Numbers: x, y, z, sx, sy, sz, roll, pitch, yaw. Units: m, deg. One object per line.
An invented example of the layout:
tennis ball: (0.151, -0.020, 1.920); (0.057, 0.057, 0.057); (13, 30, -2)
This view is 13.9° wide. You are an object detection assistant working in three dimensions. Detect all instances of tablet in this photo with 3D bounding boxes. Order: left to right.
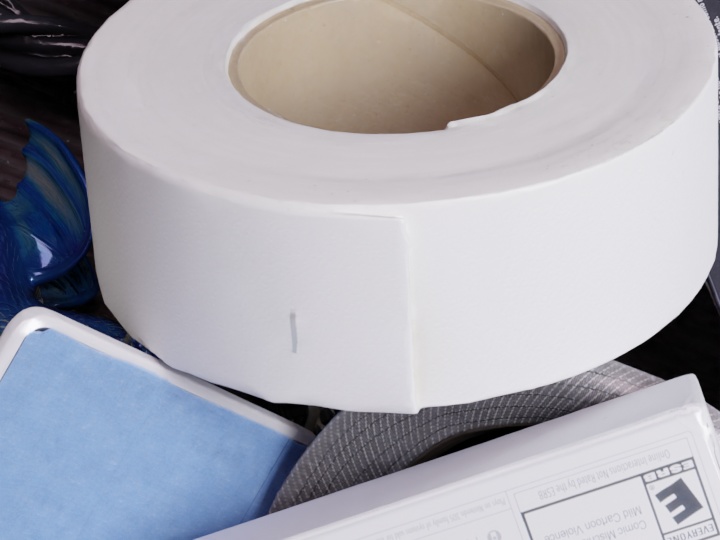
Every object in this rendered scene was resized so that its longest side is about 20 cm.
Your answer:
tablet: (-0.104, 0.117, 0.904); (0.014, 0.130, 0.200); (34, 95, 51)

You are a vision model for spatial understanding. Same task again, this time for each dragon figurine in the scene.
dragon figurine: (-0.126, -0.013, 1.058); (0.099, 0.059, 0.200); (-18, 61, -12)

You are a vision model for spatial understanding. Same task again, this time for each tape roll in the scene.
tape roll: (0.012, -0.037, 0.923); (0.202, 0.071, 0.203); (-2, 30, 1)

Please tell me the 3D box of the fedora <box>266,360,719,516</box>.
fedora: (0.072, 0.101, 0.950); (0.200, 0.177, 0.090); (28, 22, 2)

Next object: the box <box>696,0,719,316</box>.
box: (0.175, -0.012, 1.011); (0.114, 0.132, 0.200); (-22, 60, 11)

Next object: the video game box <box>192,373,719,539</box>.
video game box: (0.038, 0.148, 0.884); (0.199, 0.047, 0.183); (-18, 99, 8)

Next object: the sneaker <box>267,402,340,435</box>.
sneaker: (0.000, 0.000, 1.034); (0.079, 0.078, 0.201); (-9, 72, -18)

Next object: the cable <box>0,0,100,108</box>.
cable: (-0.077, -0.126, 1.133); (0.199, 0.051, 0.164); (13, 59, 7)
